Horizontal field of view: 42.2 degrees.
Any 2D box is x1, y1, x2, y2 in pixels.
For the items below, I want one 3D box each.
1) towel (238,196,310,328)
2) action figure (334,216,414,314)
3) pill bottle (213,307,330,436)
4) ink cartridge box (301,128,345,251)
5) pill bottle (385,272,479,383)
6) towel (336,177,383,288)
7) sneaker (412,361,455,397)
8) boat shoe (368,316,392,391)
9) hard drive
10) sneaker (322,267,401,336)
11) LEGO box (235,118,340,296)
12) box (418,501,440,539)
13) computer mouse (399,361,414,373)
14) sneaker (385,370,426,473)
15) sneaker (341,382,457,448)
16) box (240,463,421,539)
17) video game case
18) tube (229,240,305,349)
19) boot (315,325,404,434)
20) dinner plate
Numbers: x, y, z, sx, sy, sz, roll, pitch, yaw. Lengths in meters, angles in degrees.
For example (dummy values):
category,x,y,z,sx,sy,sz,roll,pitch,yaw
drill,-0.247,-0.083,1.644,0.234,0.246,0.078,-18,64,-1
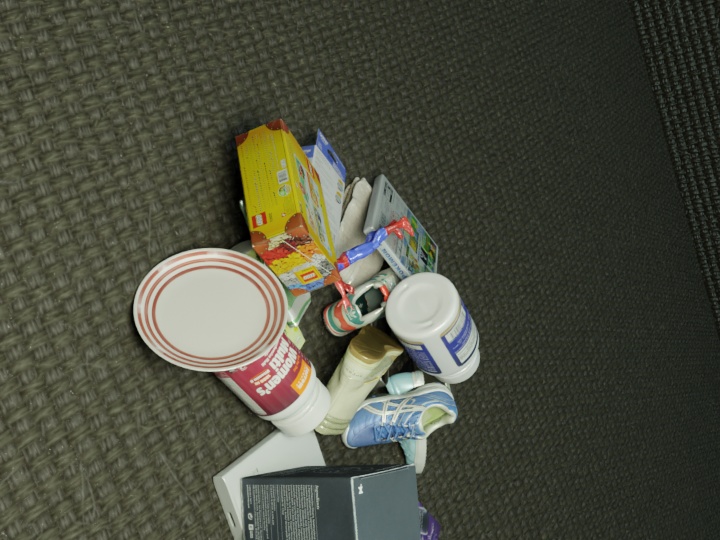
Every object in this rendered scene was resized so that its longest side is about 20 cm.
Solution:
category,x,y,z,sx,sy,sz,roll,pitch,yaw
towel,-0.124,-0.023,1.387,0.153,0.023,0.201,-68,139,-75
action figure,0.000,0.000,1.450,0.200,0.065,0.099,-26,93,-23
pill bottle,-0.132,0.142,1.315,0.200,0.109,0.110,51,45,-34
ink cartridge box,-0.070,-0.112,1.496,0.119,0.042,0.201,50,42,-53
pill bottle,0.126,0.102,1.513,0.200,0.119,0.120,57,40,-52
towel,0.001,-0.054,1.607,0.133,0.034,0.200,49,46,-34
sneaker,0.151,0.157,1.671,0.106,0.075,0.201,5,57,-38
boat shoe,0.034,0.112,1.593,0.067,0.057,0.201,37,54,-44
hard drive,-0.123,0.310,1.358,0.200,0.026,0.132,-32,107,-52
sneaker,0.033,0.044,1.525,0.200,0.093,0.071,-29,93,-40
LEGO box,-0.104,-0.090,1.332,0.149,0.077,0.201,55,18,-54
box,0.030,0.422,1.454,0.200,0.104,0.148,54,43,-44
computer mouse,0.108,0.172,1.701,0.059,0.034,0.200,54,43,-30
sneaker,0.073,0.262,1.615,0.074,0.082,0.201,-87,175,-69
sneaker,0.064,0.241,1.513,0.199,0.077,0.076,-21,115,-9
box,-0.041,0.326,1.275,0.148,0.200,0.108,5,78,-52
video game case,0.074,-0.052,1.612,0.182,0.022,0.200,51,24,-21
tube,-0.135,0.050,1.388,0.058,0.052,0.200,-32,117,-17
boot,-0.007,0.173,1.468,0.155,0.072,0.200,-61,169,12
dinner plate,-0.195,0.052,1.221,0.024,0.200,0.200,104,9,-51
